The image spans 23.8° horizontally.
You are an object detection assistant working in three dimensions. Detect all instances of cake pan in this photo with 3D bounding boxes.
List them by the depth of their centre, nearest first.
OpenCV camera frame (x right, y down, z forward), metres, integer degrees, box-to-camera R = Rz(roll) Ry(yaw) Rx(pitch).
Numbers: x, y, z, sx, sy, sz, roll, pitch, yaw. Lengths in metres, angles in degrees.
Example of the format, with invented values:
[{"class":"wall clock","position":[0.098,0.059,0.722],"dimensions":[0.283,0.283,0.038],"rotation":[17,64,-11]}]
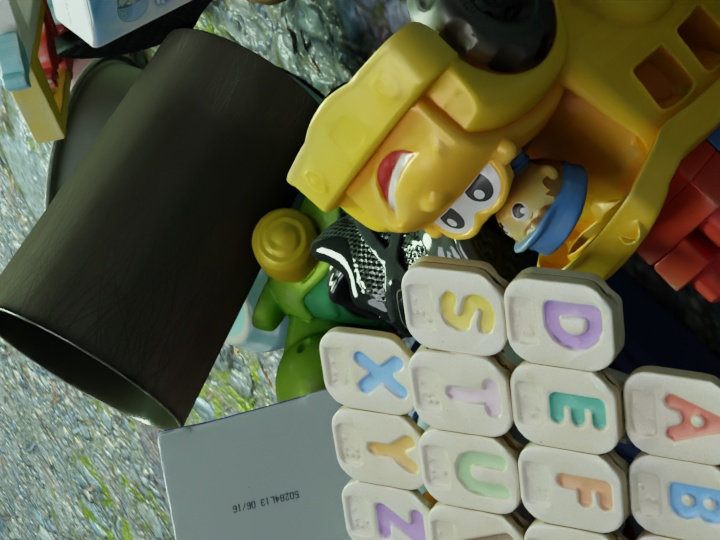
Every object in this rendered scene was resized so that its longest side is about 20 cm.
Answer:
[{"class":"cake pan","position":[-0.160,-0.050,1.185],"dimensions":[0.036,0.201,0.201],"rotation":[5,132,15]}]

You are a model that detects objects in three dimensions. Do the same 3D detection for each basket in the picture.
[{"class":"basket","position":[-0.113,-0.027,0.992],"dimensions":[0.135,0.201,0.180],"rotation":[29,165,2]}]

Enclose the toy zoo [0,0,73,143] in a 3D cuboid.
[{"class":"toy zoo","position":[-0.205,-0.171,1.046],"dimensions":[0.201,0.020,0.132],"rotation":[-95,-7,-47]}]

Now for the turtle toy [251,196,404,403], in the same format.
[{"class":"turtle toy","position":[0.000,0.000,0.985],"dimensions":[0.101,0.201,0.146],"rotation":[25,170,12]}]

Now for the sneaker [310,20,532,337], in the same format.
[{"class":"sneaker","position":[0.025,-0.050,0.873],"dimensions":[0.114,0.201,0.076],"rotation":[-32,133,33]}]

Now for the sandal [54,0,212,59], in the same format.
[{"class":"sandal","position":[-0.127,-0.164,0.990],"dimensions":[0.200,0.075,0.048],"rotation":[-19,79,63]}]

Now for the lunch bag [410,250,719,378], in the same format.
[{"class":"lunch bag","position":[0.111,0.071,0.914],"dimensions":[0.200,0.136,0.133],"rotation":[43,136,11]}]

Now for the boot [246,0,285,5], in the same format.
[{"class":"boot","position":[-0.110,-0.201,1.061],"dimensions":[0.176,0.066,0.200],"rotation":[63,153,11]}]

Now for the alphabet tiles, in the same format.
[{"class":"alphabet tiles","position":[0.071,0.090,0.747],"dimensions":[0.194,0.015,0.202],"rotation":[7,119,28]}]

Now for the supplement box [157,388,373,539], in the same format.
[{"class":"supplement box","position":[-0.030,0.146,0.930],"dimensions":[0.200,0.100,0.104],"rotation":[65,-169,-67]}]

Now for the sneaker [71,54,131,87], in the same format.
[{"class":"sneaker","position":[-0.222,-0.204,1.211],"dimensions":[0.201,0.075,0.105],"rotation":[58,157,3]}]

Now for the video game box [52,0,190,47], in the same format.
[{"class":"video game box","position":[-0.073,-0.230,0.823],"dimensions":[0.047,0.199,0.183],"rotation":[35,146,39]}]

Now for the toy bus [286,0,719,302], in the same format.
[{"class":"toy bus","position":[0.095,-0.057,0.748],"dimensions":[0.192,0.200,0.136],"rotation":[48,141,3]}]

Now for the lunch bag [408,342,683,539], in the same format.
[{"class":"lunch bag","position":[0.097,0.132,0.812],"dimensions":[0.159,0.075,0.201],"rotation":[21,126,27]}]

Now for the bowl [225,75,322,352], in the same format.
[{"class":"bowl","position":[-0.073,-0.025,1.141],"dimensions":[0.200,0.105,0.202],"rotation":[39,149,29]}]
